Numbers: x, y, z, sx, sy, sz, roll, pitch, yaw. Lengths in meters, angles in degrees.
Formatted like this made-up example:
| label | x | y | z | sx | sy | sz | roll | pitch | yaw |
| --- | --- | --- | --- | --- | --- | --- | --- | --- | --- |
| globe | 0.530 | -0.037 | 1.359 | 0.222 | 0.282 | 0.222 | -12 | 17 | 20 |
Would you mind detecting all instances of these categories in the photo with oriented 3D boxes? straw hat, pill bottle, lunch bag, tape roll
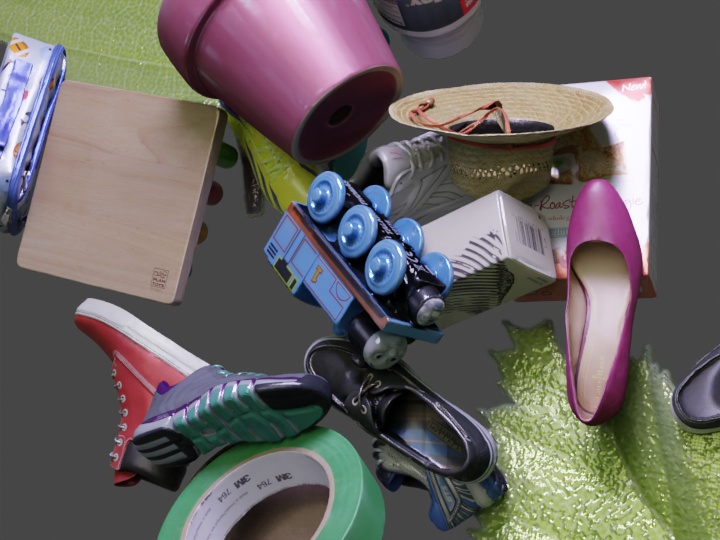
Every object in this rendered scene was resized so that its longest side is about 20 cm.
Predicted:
| label | x | y | z | sx | sy | sz | roll | pitch | yaw |
| --- | --- | --- | --- | --- | --- | --- | --- | --- | --- |
| straw hat | 0.125 | -0.106 | 1.166 | 0.199 | 0.201 | 0.086 | 6 | 112 | 22 |
| pill bottle | 0.061 | -0.300 | 1.273 | 0.118 | 0.200 | 0.121 | -6 | 64 | 13 |
| lunch bag | -0.365 | -0.140 | 1.378 | 0.075 | 0.160 | 0.202 | 15 | 68 | -10 |
| tape roll | -0.077 | 0.221 | 1.094 | 0.199 | 0.048 | 0.201 | -22 | 34 | 16 |

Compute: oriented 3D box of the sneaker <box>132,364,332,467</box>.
| label | x | y | z | sx | sy | sz | roll | pitch | yaw |
| --- | --- | --- | --- | --- | --- | --- | --- | --- | --- |
| sneaker | -0.114 | 0.106 | 1.155 | 0.198 | 0.075 | 0.088 | -17 | 42 | 23 |

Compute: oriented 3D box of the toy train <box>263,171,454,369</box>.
| label | x | y | z | sx | sy | sz | roll | pitch | yaw |
| --- | --- | --- | --- | --- | --- | --- | --- | --- | --- |
| toy train | 0.000 | 0.000 | 1.122 | 0.115 | 0.086 | 0.200 | -58 | 45 | 20 |

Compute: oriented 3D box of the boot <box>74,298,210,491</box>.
| label | x | y | z | sx | sy | sz | roll | pitch | yaw |
| --- | --- | --- | --- | --- | --- | --- | --- | --- | --- |
| boot | -0.230 | 0.125 | 1.268 | 0.199 | 0.072 | 0.145 | 30 | 81 | 24 |

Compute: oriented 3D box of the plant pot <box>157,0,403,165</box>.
| label | x | y | z | sx | sy | sz | roll | pitch | yaw |
| --- | --- | --- | --- | --- | --- | --- | --- | --- | --- |
| plant pot | -0.061 | -0.206 | 1.216 | 0.199 | 0.200 | 0.179 | -38 | 70 | 0 |

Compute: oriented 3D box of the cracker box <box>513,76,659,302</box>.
| label | x | y | z | sx | sy | sz | roll | pitch | yaw |
| --- | --- | --- | --- | --- | --- | --- | --- | --- | --- |
| cracker box | 0.206 | -0.075 | 1.204 | 0.132 | 0.058 | 0.202 | -3 | 66 | 20 |

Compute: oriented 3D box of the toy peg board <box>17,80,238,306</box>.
| label | x | y | z | sx | sy | sz | roll | pitch | yaw |
| --- | --- | --- | --- | --- | --- | --- | --- | --- | --- |
| toy peg board | -0.229 | -0.076 | 1.356 | 0.198 | 0.098 | 0.201 | 12 | 87 | 25 |

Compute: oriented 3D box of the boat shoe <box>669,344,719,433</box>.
| label | x | y | z | sx | sy | sz | roll | pitch | yaw |
| --- | --- | --- | --- | --- | --- | --- | --- | --- | --- |
| boat shoe | 0.346 | 0.067 | 1.087 | 0.199 | 0.068 | 0.072 | -30 | 62 | 6 |

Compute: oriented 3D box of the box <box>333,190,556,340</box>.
| label | x | y | z | sx | sy | sz | roll | pitch | yaw |
| --- | --- | --- | --- | --- | --- | --- | --- | --- | --- |
| box | 0.070 | 0.005 | 1.166 | 0.199 | 0.082 | 0.069 | -27 | 58 | 35 |

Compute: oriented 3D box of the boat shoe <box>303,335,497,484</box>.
| label | x | y | z | sx | sy | sz | roll | pitch | yaw |
| --- | --- | --- | --- | --- | --- | --- | --- | --- | --- |
| boat shoe | 0.028 | 0.113 | 1.105 | 0.199 | 0.057 | 0.069 | 30 | 95 | 25 |

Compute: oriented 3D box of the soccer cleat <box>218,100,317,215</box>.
| label | x | y | z | sx | sy | sz | roll | pitch | yaw |
| --- | --- | --- | --- | --- | --- | --- | --- | --- | --- |
| soccer cleat | -0.096 | -0.131 | 1.322 | 0.064 | 0.084 | 0.201 | -32 | 60 | 4 |

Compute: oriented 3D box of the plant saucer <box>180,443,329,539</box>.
| label | x | y | z | sx | sy | sz | roll | pitch | yaw |
| --- | --- | --- | --- | --- | --- | --- | --- | --- | --- |
| plant saucer | -0.079 | 0.246 | 1.178 | 0.198 | 0.035 | 0.202 | -7 | 66 | 17 |

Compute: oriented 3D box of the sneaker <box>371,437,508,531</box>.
| label | x | y | z | sx | sy | sz | roll | pitch | yaw |
| --- | --- | --- | --- | --- | --- | --- | --- | --- | --- |
| sneaker | 0.036 | 0.148 | 1.158 | 0.085 | 0.077 | 0.200 | -44 | 60 | 1 |

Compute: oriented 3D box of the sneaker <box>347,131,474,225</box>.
| label | x | y | z | sx | sy | sz | roll | pitch | yaw |
| --- | --- | --- | --- | --- | --- | --- | --- | --- | --- |
| sneaker | 0.054 | -0.094 | 1.243 | 0.199 | 0.099 | 0.078 | -38 | 60 | 0 |

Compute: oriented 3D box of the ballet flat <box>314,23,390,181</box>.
| label | x | y | z | sx | sy | sz | roll | pitch | yaw |
| --- | --- | --- | --- | --- | --- | --- | --- | --- | --- |
| ballet flat | -0.020 | -0.164 | 1.325 | 0.071 | 0.072 | 0.202 | 5 | 61 | 21 |

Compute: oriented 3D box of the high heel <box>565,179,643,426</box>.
| label | x | y | z | sx | sy | sz | roll | pitch | yaw |
| --- | --- | --- | --- | --- | --- | --- | --- | --- | --- |
| high heel | 0.200 | 0.027 | 1.091 | 0.067 | 0.096 | 0.202 | -5 | 96 | 21 |
